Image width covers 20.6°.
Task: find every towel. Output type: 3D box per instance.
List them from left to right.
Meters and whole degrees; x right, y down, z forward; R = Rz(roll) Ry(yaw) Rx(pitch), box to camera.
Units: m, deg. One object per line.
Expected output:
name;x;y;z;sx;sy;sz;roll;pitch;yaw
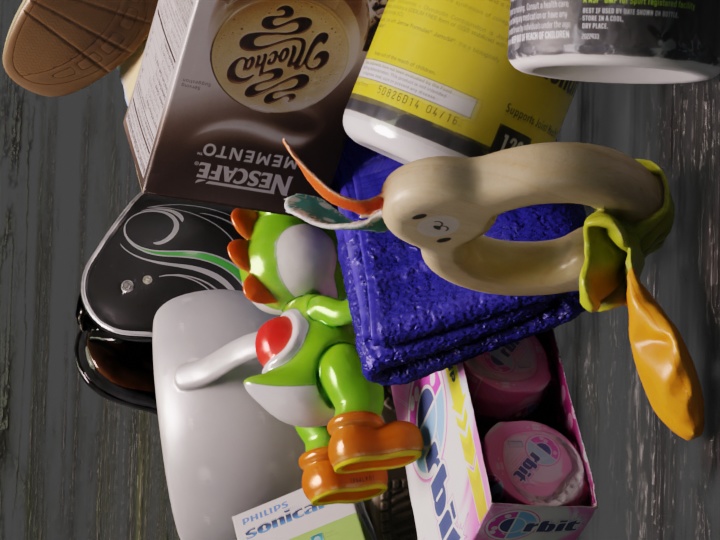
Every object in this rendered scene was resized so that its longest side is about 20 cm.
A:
towel;0.048;-0.042;1.126;0.050;0.147;0.201;54;-163;-49

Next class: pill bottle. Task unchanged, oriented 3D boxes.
pill bottle;0.075;-0.144;1.050;0.202;0.111;0.112;-68;19;2
pill bottle;0.127;-0.194;0.946;0.106;0.105;0.202;-174;87;-72

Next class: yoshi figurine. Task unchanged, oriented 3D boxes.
yoshi figurine;-0.010;0.033;1.196;0.112;0.112;0.202;42;-152;-66

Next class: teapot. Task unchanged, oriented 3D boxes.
teapot;-0.063;0.099;1.374;0.200;0.145;0.199;-99;1;-69

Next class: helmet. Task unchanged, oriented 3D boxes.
helmet;-0.125;0.045;1.582;0.201;0.190;0.200;-61;-4;-7

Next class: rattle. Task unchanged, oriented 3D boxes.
rattle;0.058;0.011;0.971;0.130;0.198;0.144;156;117;-65

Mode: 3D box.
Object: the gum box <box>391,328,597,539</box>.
gum box;0.070;0.081;1.149;0.114;0.065;0.201;112;155;-48

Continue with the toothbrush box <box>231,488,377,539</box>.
toothbrush box;-0.004;0.252;1.238;0.201;0.085;0.146;-108;-4;-51

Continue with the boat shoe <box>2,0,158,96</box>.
boat shoe;-0.143;-0.189;1.168;0.200;0.073;0.063;-48;30;21

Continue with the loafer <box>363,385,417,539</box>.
loafer;0.024;0.081;1.283;0.068;0.075;0.202;-158;71;-65

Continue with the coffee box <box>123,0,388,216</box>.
coffee box;-0.052;-0.139;1.110;0.080;0.112;0.201;-114;36;-53

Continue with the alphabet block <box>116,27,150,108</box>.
alphabet block;-0.037;-0.200;1.250;0.201;0.194;0.197;-59;33;26
